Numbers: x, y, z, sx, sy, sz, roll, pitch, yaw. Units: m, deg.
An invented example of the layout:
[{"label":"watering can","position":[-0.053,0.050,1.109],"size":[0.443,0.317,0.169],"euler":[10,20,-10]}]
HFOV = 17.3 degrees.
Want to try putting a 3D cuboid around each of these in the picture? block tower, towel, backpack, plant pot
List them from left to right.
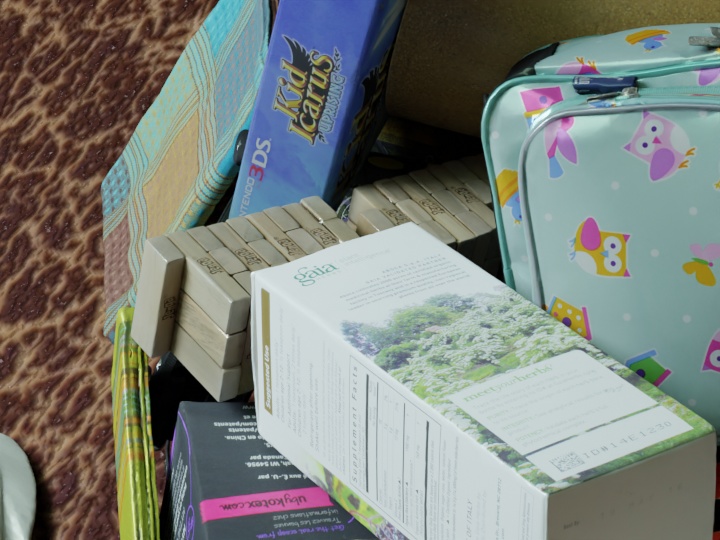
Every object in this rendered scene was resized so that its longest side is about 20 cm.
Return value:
[{"label":"towel","position":[-0.093,0.121,1.020],"size":[0.018,0.086,0.200],"euler":[-2,63,-9]},{"label":"towel","position":[-0.091,-0.073,1.278],"size":[0.200,0.022,0.147],"euler":[-55,25,29]},{"label":"block tower","position":[0.000,0.000,1.034],"size":[0.200,0.054,0.058],"euler":[-15,43,-34]},{"label":"plant pot","position":[0.138,-0.122,1.079],"size":[0.200,0.186,0.187],"euler":[22,63,8]},{"label":"backpack","position":[0.156,-0.015,0.960],"size":[0.200,0.176,0.153],"euler":[-7,11,6]}]

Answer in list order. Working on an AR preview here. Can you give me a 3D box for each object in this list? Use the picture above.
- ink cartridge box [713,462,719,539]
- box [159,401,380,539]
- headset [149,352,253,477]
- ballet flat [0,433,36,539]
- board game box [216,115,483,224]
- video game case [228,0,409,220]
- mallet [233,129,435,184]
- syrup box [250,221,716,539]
[{"label":"ink cartridge box","position":[0.148,0.139,0.867],"size":[0.162,0.050,0.200],"euler":[-13,50,-14]},{"label":"box","position":[-0.019,0.161,0.969],"size":[0.106,0.122,0.200],"euler":[1,41,-14]},{"label":"headset","position":[-0.048,0.063,1.118],"size":[0.200,0.123,0.094],"euler":[-15,42,50]},{"label":"ballet flat","position":[-0.203,0.142,1.207],"size":[0.069,0.069,0.200],"euler":[-28,40,15]},{"label":"board game box","position":[0.016,-0.040,1.171],"size":[0.135,0.028,0.200],"euler":[24,62,8]},{"label":"video game case","position":[0.008,-0.134,1.066],"size":[0.045,0.200,0.181],"euler":[23,44,7]},{"label":"mallet","position":[0.041,-0.051,1.145],"size":[0.200,0.041,0.066],"euler":[16,58,10]},{"label":"syrup box","position":[0.041,0.061,0.909],"size":[0.079,0.082,0.200],"euler":[-17,32,-29]}]
